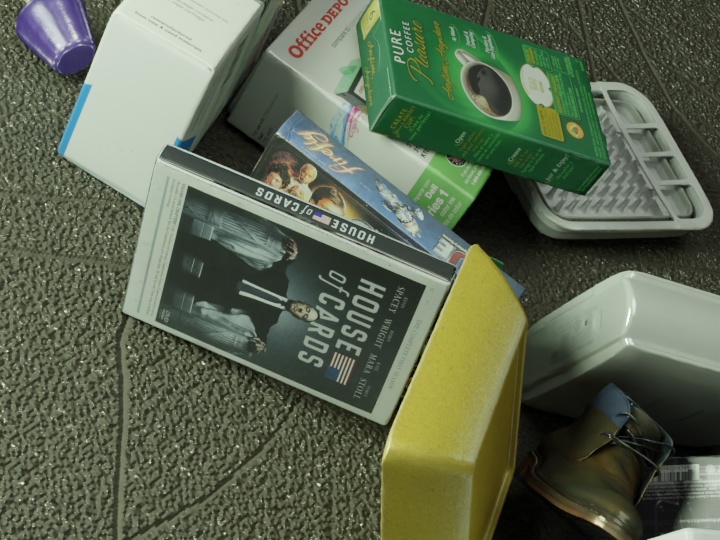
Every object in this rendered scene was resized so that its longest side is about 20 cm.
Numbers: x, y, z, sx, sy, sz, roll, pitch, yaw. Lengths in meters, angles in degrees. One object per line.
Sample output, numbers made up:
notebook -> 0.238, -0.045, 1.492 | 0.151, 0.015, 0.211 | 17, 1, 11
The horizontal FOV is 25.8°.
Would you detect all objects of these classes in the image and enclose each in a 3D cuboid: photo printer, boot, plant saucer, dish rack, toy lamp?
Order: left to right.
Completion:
toy lamp -> -0.263, -0.233, 1.204 | 0.058, 0.058, 0.201 | -16, 62, -41
plant saucer -> 0.063, 0.120, 0.986 | 0.048, 0.201, 0.201 | 12, 41, 13
dish rack -> 0.199, -0.092, 1.381 | 0.199, 0.044, 0.173 | -1, 54, -33
boot -> 0.160, 0.123, 1.023 | 0.075, 0.097, 0.200 | 41, -2, -8
photo printer -> 0.237, 0.074, 1.169 | 0.199, 0.166, 0.070 | 16, 64, -21

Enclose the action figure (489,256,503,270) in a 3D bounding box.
action figure -> 0.008, -0.022, 1.168 | 0.199, 0.119, 0.055 | 36, 54, 14

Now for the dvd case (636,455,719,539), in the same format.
dvd case -> 0.247, 0.220, 1.029 | 0.016, 0.148, 0.202 | 43, 46, -58

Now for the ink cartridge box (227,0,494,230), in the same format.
ink cartridge box -> 0.015, -0.125, 1.262 | 0.199, 0.084, 0.145 | 35, 42, -1

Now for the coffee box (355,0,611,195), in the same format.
coffee box -> 0.095, -0.138, 1.230 | 0.199, 0.044, 0.124 | 14, 47, -25

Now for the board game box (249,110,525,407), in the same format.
board game box -> 0.000, 0.000, 1.103 | 0.200, 0.136, 0.035 | 38, 42, 4

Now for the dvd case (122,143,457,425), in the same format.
dvd case -> -0.051, 0.013, 1.024 | 0.199, 0.151, 0.025 | 23, 45, 2

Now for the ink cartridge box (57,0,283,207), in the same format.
ink cartridge box -> -0.128, -0.167, 1.164 | 0.084, 0.146, 0.201 | 29, 41, -3

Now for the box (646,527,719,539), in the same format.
box -> 0.177, 0.246, 0.920 | 0.106, 0.200, 0.154 | 9, 68, -27
